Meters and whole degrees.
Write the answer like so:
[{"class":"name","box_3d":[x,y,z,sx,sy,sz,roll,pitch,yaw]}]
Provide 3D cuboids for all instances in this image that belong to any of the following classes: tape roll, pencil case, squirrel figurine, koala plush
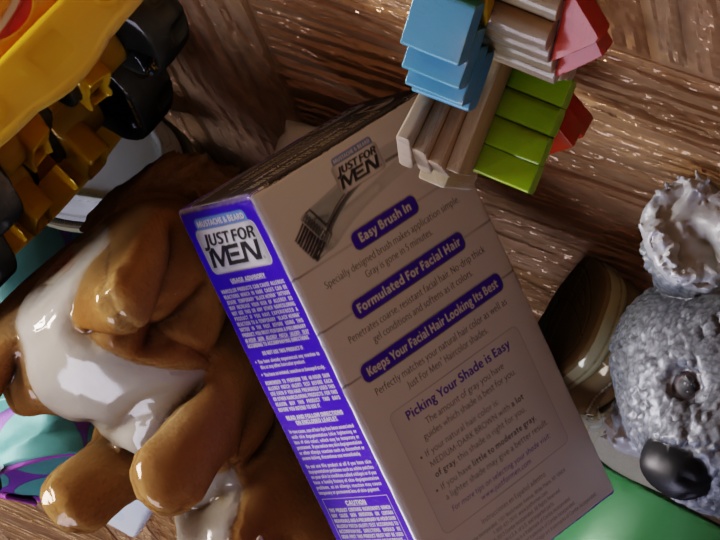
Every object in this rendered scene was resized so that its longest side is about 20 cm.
[{"class":"tape roll","box_3d":[0.184,0.153,1.379,0.200,0.048,0.200,27,-179,-1]},{"class":"pencil case","box_3d":[-0.171,0.020,1.368,0.092,0.201,0.085,-18,161,29]},{"class":"squirrel figurine","box_3d":[-0.065,0.055,1.202,0.141,0.200,0.187,-32,108,33]},{"class":"koala plush","box_3d":[0.183,0.066,1.076,0.200,0.184,0.178,32,141,31]}]

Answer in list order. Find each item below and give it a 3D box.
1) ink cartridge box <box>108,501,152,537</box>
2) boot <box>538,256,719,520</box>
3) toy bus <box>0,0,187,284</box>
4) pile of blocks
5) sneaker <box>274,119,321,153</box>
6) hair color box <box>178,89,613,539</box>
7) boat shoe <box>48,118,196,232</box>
[{"class":"ink cartridge box","box_3d":[-0.199,0.078,1.549,0.199,0.047,0.160,27,160,-3]},{"class":"boot","box_3d":[0.150,0.066,1.241,0.154,0.072,0.200,27,168,1]},{"class":"toy bus","box_3d":[-0.187,-0.107,1.154,0.192,0.136,0.200,44,163,3]},{"class":"pile of blocks","box_3d":[0.056,-0.074,0.963,0.062,0.082,0.200,22,161,15]},{"class":"sneaker","box_3d":[0.000,0.000,1.259,0.076,0.081,0.200,20,160,26]},{"class":"hair color box","box_3d":[0.017,0.036,1.138,0.065,0.109,0.201,-8,110,53]},{"class":"boat shoe","box_3d":[-0.174,-0.075,1.306,0.199,0.075,0.068,19,167,27]}]
